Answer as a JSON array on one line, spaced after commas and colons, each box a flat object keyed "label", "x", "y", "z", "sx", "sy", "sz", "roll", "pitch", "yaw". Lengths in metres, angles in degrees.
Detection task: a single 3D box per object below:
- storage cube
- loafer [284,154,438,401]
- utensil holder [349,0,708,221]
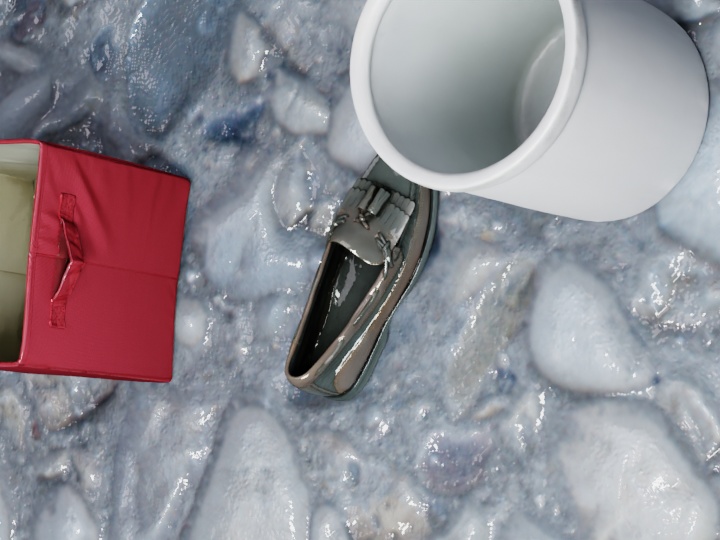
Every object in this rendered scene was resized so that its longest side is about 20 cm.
[{"label": "storage cube", "x": -0.259, "y": -0.003, "z": 1.627, "sx": 0.199, "sy": 0.179, "sz": 0.172, "roll": 1, "pitch": 84, "yaw": 35}, {"label": "loafer", "x": 0.000, "y": 0.000, "z": 1.509, "sx": 0.072, "sy": 0.063, "sz": 0.201, "roll": 22, "pitch": 96, "yaw": 36}, {"label": "utensil holder", "x": 0.117, "y": -0.121, "z": 1.358, "sx": 0.169, "sy": 0.199, "sz": 0.171, "roll": -6, "pitch": 79, "yaw": 34}]
